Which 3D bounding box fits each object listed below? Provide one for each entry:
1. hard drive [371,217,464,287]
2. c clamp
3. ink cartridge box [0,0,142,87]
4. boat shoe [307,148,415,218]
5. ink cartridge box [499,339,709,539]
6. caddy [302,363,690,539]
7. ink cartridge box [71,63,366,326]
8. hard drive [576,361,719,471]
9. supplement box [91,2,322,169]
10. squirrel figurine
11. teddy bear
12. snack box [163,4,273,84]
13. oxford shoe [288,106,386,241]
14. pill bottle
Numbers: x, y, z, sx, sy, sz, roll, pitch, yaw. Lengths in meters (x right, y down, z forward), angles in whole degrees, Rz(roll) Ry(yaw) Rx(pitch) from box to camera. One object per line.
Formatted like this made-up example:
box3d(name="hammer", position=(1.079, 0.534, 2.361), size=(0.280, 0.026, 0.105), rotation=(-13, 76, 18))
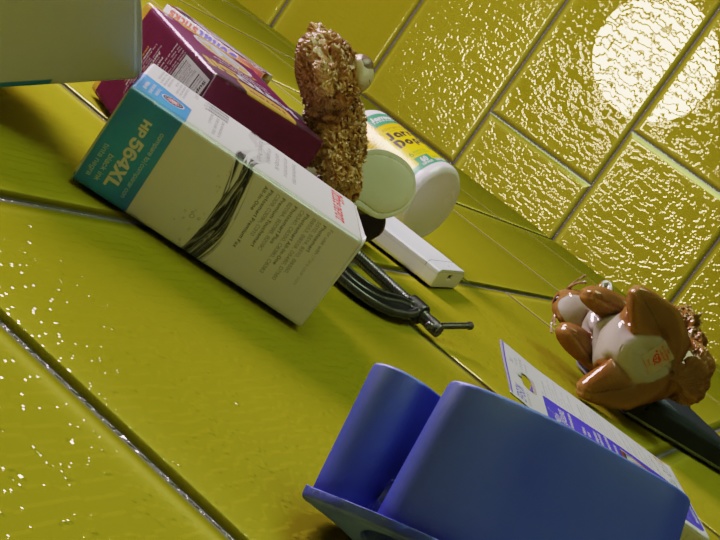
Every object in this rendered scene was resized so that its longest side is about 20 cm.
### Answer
box3d(name="hard drive", position=(0.027, -0.050, 1.605), size=(0.200, 0.027, 0.132), rotation=(38, 9, 14))
box3d(name="c clamp", position=(0.000, 0.000, 1.292), size=(0.200, 0.027, 0.171), rotation=(41, 16, 21))
box3d(name="ink cartridge box", position=(-0.260, -0.209, 1.024), size=(0.145, 0.087, 0.200), rotation=(-7, 30, -22))
box3d(name="boat shoe", position=(-0.021, -0.091, 1.403), size=(0.060, 0.073, 0.201), rotation=(6, 5, 41))
box3d(name="ink cartridge box", position=(0.189, 0.150, 1.149), size=(0.200, 0.043, 0.198), rotation=(38, 9, -2))
box3d(name="caddy", position=(0.066, 0.127, 0.666), size=(0.199, 0.106, 0.141), rotation=(29, -11, -31))
box3d(name="ink cartridge box", position=(-0.102, -0.059, 1.023), size=(0.199, 0.085, 0.146), rotation=(35, 10, -10))
box3d(name="hard drive", position=(0.377, 0.177, 1.708), size=(0.199, 0.033, 0.140), rotation=(30, 11, -27))
box3d(name="supplement box", position=(-0.143, -0.142, 1.227), size=(0.131, 0.103, 0.200), rotation=(30, 12, -37))
box3d(name="squirrel figurine", position=(0.319, 0.084, 1.615), size=(0.199, 0.143, 0.187), rotation=(19, 6, -21))
box3d(name="teddy bear", position=(-0.016, -0.131, 1.267), size=(0.066, 0.202, 0.145), rotation=(6, 23, 14))
box3d(name="snack box", position=(-0.237, -0.372, 2.245), size=(0.199, 0.024, 0.072), rotation=(36, 8, 4))
box3d(name="oxford shoe", position=(-0.050, -0.106, 1.508), size=(0.200, 0.071, 0.071), rotation=(48, 6, 5))
box3d(name="pill bottle", position=(0.027, -0.139, 1.777), size=(0.200, 0.113, 0.113), rotation=(41, 11, 31))
